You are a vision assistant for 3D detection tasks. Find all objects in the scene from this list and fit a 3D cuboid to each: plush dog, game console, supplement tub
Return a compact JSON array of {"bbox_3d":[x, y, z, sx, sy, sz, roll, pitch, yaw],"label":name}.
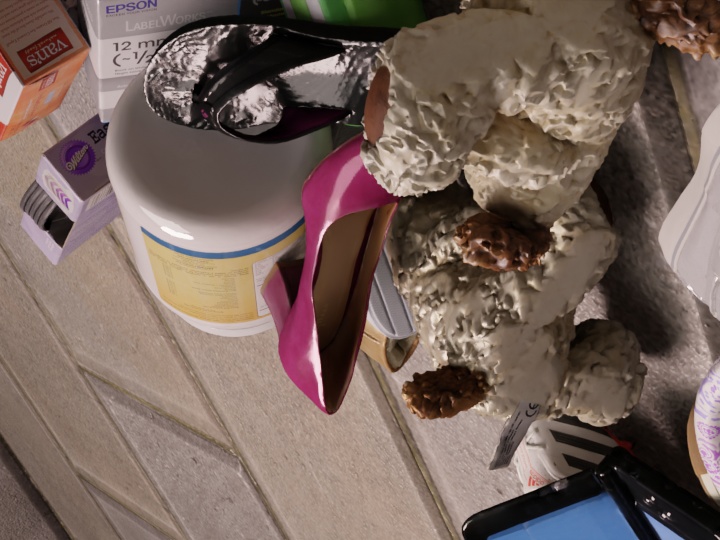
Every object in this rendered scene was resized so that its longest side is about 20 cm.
[{"bbox_3d":[0.074,0.012,0.833,0.172,0.159,0.201,54,169,53],"label":"plush dog"},{"bbox_3d":[0.193,0.227,0.870,0.200,0.116,0.176,53,168,-34],"label":"game console"},{"bbox_3d":[0.091,-0.096,0.654,0.159,0.202,0.172,10,156,6],"label":"plush dog"},{"bbox_3d":[-0.091,-0.047,0.887,0.144,0.145,0.200,42,162,14],"label":"supplement tub"}]

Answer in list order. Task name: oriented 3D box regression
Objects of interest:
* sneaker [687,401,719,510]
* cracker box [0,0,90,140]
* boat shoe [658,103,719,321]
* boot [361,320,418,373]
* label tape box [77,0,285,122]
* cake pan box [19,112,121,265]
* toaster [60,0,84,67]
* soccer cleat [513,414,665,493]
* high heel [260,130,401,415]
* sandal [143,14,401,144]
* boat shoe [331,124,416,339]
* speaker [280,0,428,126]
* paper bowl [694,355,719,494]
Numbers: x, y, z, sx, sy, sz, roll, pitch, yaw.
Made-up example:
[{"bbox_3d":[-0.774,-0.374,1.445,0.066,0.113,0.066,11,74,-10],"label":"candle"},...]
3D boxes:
[{"bbox_3d":[0.278,0.150,0.783,0.089,0.067,0.201,9,140,53],"label":"sneaker"},{"bbox_3d":[-0.268,-0.199,0.868,0.201,0.057,0.134,56,156,-4],"label":"cracker box"},{"bbox_3d":[0.196,-0.034,0.624,0.069,0.071,0.201,62,160,23],"label":"boat shoe"},{"bbox_3d":[-0.039,-0.021,1.061,0.199,0.066,0.176,38,165,25],"label":"boot"},{"bbox_3d":[-0.107,-0.185,0.830,0.200,0.142,0.067,112,142,-63],"label":"label tape box"},{"bbox_3d":[-0.174,-0.096,1.008,0.052,0.200,0.184,48,157,-1],"label":"cake pan box"},{"bbox_3d":[-0.205,-0.238,0.941,0.200,0.129,0.114,47,156,2],"label":"toaster"},{"bbox_3d":[0.133,0.116,0.942,0.200,0.085,0.069,48,155,2],"label":"soccer cleat"},{"bbox_3d":[0.000,0.000,0.771,0.097,0.067,0.201,62,148,23],"label":"high heel"},{"bbox_3d":[-0.039,-0.105,0.740,0.198,0.048,0.076,1,132,18],"label":"sandal"},{"bbox_3d":[0.011,-0.042,0.958,0.062,0.071,0.202,44,153,54],"label":"boat shoe"},{"bbox_3d":[-0.015,-0.187,0.751,0.088,0.088,0.201,23,144,43],"label":"speaker"},{"bbox_3d":[0.277,0.087,0.646,0.200,0.104,0.202,37,152,24],"label":"paper bowl"}]
